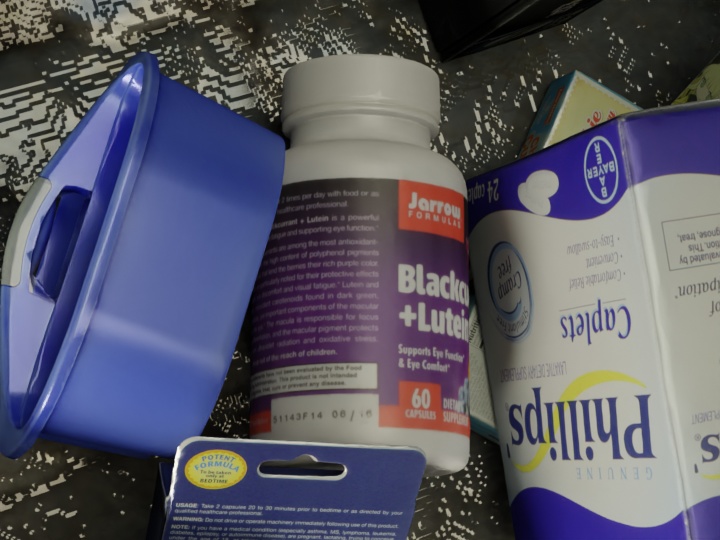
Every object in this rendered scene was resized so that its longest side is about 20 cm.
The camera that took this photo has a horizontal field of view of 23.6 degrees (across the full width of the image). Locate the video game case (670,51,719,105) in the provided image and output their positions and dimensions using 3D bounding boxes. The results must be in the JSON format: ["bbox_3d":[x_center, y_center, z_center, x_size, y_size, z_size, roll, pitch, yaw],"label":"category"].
[{"bbox_3d":[0.286,-0.108,0.927,0.198,0.182,0.036,6,54,-29],"label":"video game case"}]

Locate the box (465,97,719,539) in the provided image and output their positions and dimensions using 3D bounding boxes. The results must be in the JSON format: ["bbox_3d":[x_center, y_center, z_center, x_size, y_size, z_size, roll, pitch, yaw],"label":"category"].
[{"bbox_3d":[0.142,0.034,0.835,0.104,0.184,0.202,-9,86,-21],"label":"box"}]

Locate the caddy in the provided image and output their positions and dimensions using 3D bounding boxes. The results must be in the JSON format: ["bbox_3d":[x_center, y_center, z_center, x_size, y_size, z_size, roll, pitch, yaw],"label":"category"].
[{"bbox_3d":[-0.117,-0.002,0.819,0.104,0.141,0.202,21,77,-20],"label":"caddy"}]

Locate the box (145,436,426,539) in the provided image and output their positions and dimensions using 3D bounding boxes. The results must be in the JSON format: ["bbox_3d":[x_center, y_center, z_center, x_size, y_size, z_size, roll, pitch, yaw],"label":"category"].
[{"bbox_3d":[-0.046,0.155,0.820,0.120,0.033,0.202,5,121,-17],"label":"box"}]

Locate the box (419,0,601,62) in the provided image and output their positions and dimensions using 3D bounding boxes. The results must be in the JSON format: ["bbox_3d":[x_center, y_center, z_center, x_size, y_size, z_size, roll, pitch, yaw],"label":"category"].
[{"bbox_3d":[0.072,-0.231,0.896,0.085,0.164,0.202,-19,90,-19],"label":"box"}]

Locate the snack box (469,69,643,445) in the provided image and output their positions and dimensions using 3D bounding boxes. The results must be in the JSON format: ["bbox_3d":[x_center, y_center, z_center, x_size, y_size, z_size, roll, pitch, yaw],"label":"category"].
[{"bbox_3d":[0.121,0.005,0.949,0.115,0.037,0.202,29,76,-14],"label":"snack box"}]

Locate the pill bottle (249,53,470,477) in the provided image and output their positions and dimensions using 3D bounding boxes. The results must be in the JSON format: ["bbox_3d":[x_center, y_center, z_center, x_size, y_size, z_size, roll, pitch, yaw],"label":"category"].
[{"bbox_3d":[0.000,0.000,0.868,0.110,0.111,0.202,3,79,-18],"label":"pill bottle"}]
